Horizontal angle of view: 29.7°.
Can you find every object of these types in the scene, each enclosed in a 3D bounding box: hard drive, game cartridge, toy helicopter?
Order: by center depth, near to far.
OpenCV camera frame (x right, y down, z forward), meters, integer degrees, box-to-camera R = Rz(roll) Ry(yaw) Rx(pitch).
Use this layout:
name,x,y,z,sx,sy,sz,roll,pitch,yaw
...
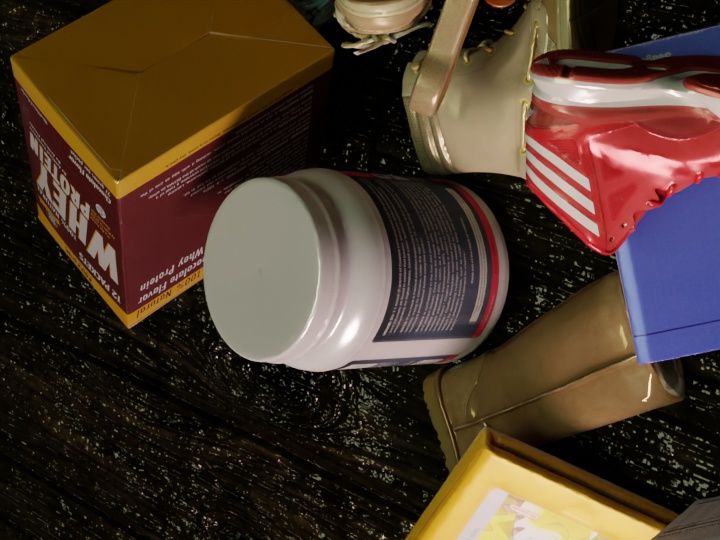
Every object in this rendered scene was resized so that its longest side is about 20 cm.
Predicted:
name,x,y,z,sx,sy,sz,roll,pitch,yaw
toy helicopter,0.072,-0.196,0.871,0.078,0.133,0.202,21,115,2
hard drive,0.224,-0.052,0.876,0.130,0.025,0.203,-12,95,10
game cartridge,0.120,0.224,1.002,0.174,0.033,0.201,24,120,-9

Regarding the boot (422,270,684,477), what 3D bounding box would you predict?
name,x,y,z,sx,sy,sz,roll,pitch,yaw
boot,0.149,0.116,0.992,0.199,0.066,0.177,-28,85,38

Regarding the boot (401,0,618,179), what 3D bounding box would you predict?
name,x,y,z,sx,sy,sz,roll,pitch,yaw
boot,0.102,-0.160,0.957,0.154,0.072,0.203,9,110,38

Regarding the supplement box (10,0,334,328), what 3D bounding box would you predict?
name,x,y,z,sx,sy,sz,roll,pitch,yaw
supplement box,-0.142,-0.101,1.042,0.133,0.196,0.201,46,154,20

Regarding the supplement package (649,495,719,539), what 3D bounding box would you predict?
name,x,y,z,sx,sy,sz,roll,pitch,yaw
supplement package,0.295,0.247,0.877,0.155,0.110,0.203,-22,88,40

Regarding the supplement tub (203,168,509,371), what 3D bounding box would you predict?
name,x,y,z,sx,sy,sz,roll,pitch,yaw
supplement tub,0.000,0.000,0.981,0.139,0.198,0.143,-1,89,44

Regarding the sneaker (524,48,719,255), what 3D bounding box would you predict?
name,x,y,z,sx,sy,sz,roll,pitch,yaw
sneaker,0.196,-0.069,0.842,0.197,0.079,0.117,9,117,6

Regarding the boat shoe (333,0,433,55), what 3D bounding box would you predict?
name,x,y,z,sx,sy,sz,roll,pitch,yaw
boat shoe,0.019,-0.188,0.953,0.072,0.200,0.064,1,111,5

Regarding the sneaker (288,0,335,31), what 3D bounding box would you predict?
name,x,y,z,sx,sy,sz,roll,pitch,yaw
sneaker,-0.040,-0.234,1.045,0.087,0.077,0.200,54,147,5
